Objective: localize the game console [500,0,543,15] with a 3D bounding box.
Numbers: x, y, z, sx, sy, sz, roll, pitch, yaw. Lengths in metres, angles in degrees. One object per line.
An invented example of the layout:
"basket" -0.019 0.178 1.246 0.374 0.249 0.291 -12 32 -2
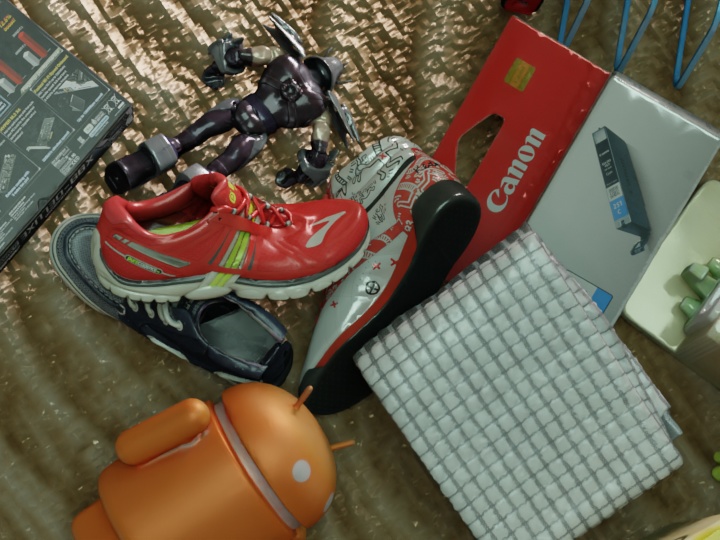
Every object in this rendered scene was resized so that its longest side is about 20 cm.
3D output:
"game console" 0.151 -0.285 1.568 0.031 0.200 0.178 19 80 -3

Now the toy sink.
"toy sink" 0.309 0.029 1.575 0.200 0.112 0.131 37 79 2

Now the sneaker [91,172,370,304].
"sneaker" -0.085 -0.029 1.494 0.199 0.085 0.077 -8 38 -16

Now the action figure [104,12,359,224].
"action figure" -0.087 -0.105 1.587 0.200 0.069 0.130 -35 78 -22

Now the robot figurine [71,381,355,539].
"robot figurine" -0.102 0.154 1.507 0.200 0.117 0.144 -33 94 1

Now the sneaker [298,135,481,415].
"sneaker" 0.001 0.000 1.582 0.202 0.067 0.108 -57 47 16

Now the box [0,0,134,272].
"box" -0.287 -0.091 1.575 0.158 0.050 0.200 39 80 2

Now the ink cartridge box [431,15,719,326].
"ink cartridge box" 0.137 -0.055 1.574 0.176 0.045 0.201 29 102 0

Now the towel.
"towel" 0.113 0.092 1.534 0.165 0.086 0.200 -36 97 1

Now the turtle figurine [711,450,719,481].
"turtle figurine" 0.292 0.144 1.530 0.064 0.161 0.201 -22 83 -8

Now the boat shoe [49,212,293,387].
"boat shoe" -0.133 0.016 1.549 0.199 0.093 0.075 29 79 0

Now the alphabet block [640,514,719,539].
"alphabet block" 0.207 0.293 1.479 0.195 0.200 0.197 -28 84 -8

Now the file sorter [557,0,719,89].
"file sorter" 0.252 -0.206 1.584 0.199 0.139 0.123 13 68 -3
